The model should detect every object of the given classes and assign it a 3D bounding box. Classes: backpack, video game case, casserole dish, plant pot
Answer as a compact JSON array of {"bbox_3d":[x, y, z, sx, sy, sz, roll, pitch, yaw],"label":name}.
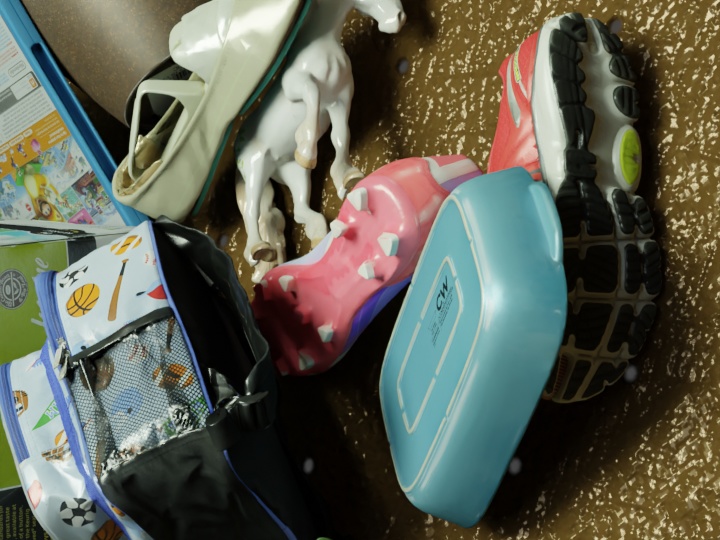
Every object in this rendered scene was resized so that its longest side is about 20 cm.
[{"bbox_3d":[-0.107,0.078,1.007,0.152,0.201,0.192,-18,52,2],"label":"backpack"},{"bbox_3d":[-0.213,-0.079,1.182,0.143,0.018,0.201,-21,102,51],"label":"video game case"},{"bbox_3d":[0.050,0.039,0.928,0.122,0.038,0.201,-104,25,-43],"label":"casserole dish"},{"bbox_3d":[-0.153,-0.192,1.167,0.187,0.186,0.201,-42,67,26],"label":"plant pot"}]

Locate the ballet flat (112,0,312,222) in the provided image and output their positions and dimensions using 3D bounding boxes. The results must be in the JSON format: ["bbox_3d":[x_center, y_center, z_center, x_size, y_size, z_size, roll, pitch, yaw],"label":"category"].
[{"bbox_3d":[-0.092,-0.107,1.079,0.201,0.069,0.070,-58,45,35],"label":"ballet flat"}]

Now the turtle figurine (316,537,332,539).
[{"bbox_3d":[-0.043,0.248,0.947,0.144,0.200,0.194,43,106,5],"label":"turtle figurine"}]

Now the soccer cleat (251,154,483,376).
[{"bbox_3d":[0.000,0.000,1.025,0.067,0.076,0.200,58,146,13],"label":"soccer cleat"}]

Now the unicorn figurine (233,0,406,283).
[{"bbox_3d":[-0.026,-0.092,1.071,0.200,0.073,0.138,-39,43,35],"label":"unicorn figurine"}]

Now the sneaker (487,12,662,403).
[{"bbox_3d":[0.101,-0.028,0.954,0.085,0.076,0.202,-23,60,58],"label":"sneaker"}]

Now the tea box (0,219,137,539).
[{"bbox_3d":[-0.231,0.078,1.098,0.133,0.196,0.203,5,98,42],"label":"tea box"}]
